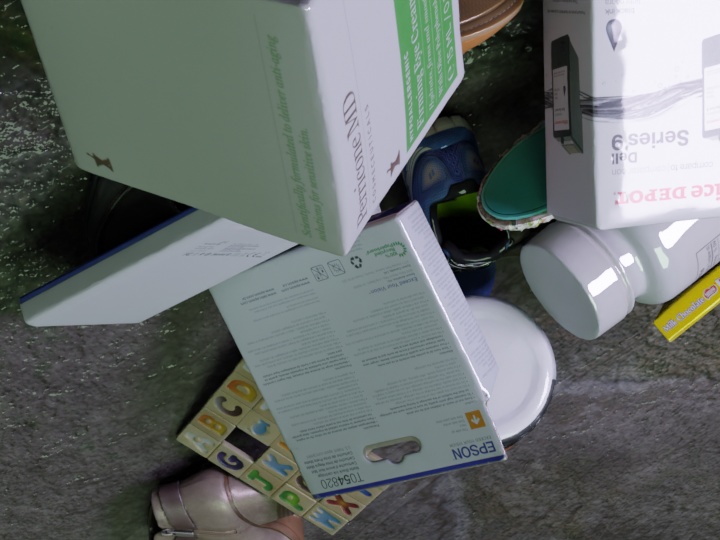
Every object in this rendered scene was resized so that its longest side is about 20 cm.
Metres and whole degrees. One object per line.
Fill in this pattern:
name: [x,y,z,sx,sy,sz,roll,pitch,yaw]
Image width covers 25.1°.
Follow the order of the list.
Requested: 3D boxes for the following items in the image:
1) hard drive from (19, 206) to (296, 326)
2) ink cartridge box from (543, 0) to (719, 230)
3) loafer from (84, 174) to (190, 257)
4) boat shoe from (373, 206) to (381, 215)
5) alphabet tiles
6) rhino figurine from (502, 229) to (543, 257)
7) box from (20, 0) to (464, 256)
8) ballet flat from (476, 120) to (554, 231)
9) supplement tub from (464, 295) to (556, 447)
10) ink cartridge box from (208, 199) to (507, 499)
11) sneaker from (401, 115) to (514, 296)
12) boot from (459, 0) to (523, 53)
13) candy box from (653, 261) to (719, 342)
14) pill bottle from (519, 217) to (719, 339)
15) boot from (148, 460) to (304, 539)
hard drive: [-0.130,-0.008,1.168,0.200,0.025,0.132,-25,166,30]
ink cartridge box: [0.208,-0.135,1.116,0.146,0.084,0.200,-6,101,-17]
loafer: [-0.135,-0.064,1.137,0.073,0.072,0.200,9,133,-34]
boat shoe: [0.000,0.000,1.281,0.068,0.075,0.200,-32,141,-32]
alphabet tiles: [-0.049,0.142,1.363,0.167,0.008,0.200,33,139,-8]
rhino figurine: [0.209,-0.024,1.341,0.200,0.060,0.087,-9,163,-12]
box: [-0.064,-0.154,0.923,0.200,0.171,0.199,20,146,21]
ballet flat: [0.167,-0.094,1.198,0.200,0.076,0.064,-43,159,-9]
supplement tub: [0.091,0.095,1.336,0.122,0.123,0.200,-17,170,-4]
ink cartridge box: [0.002,0.065,1.224,0.200,0.200,0.041,-17,-167,37]
sneaker: [0.074,-0.026,1.260,0.079,0.089,0.200,-19,143,-2]
boot: [0.026,-0.126,1.140,0.200,0.077,0.155,-31,151,-9]
candy box: [0.296,0.001,1.335,0.102,0.026,0.200,-44,176,18]
pill bottle: [0.225,-0.040,1.241,0.200,0.114,0.114,-37,144,-17]
boot: [-0.125,0.244,1.514,0.146,0.070,0.200,-6,138,-8]
